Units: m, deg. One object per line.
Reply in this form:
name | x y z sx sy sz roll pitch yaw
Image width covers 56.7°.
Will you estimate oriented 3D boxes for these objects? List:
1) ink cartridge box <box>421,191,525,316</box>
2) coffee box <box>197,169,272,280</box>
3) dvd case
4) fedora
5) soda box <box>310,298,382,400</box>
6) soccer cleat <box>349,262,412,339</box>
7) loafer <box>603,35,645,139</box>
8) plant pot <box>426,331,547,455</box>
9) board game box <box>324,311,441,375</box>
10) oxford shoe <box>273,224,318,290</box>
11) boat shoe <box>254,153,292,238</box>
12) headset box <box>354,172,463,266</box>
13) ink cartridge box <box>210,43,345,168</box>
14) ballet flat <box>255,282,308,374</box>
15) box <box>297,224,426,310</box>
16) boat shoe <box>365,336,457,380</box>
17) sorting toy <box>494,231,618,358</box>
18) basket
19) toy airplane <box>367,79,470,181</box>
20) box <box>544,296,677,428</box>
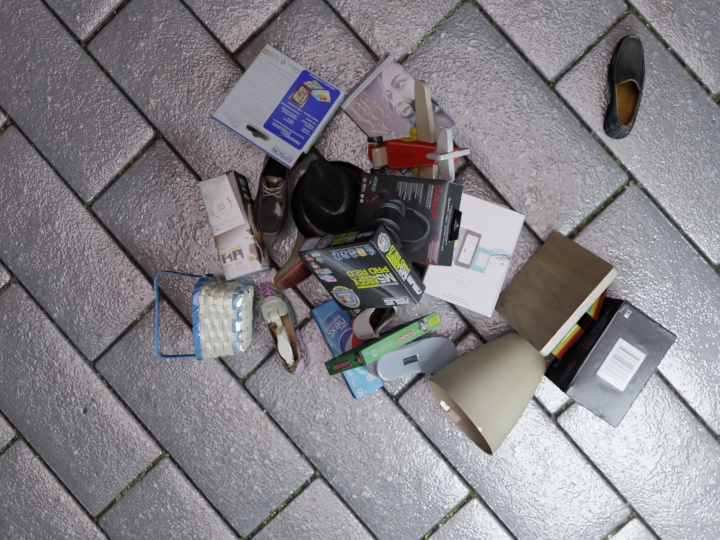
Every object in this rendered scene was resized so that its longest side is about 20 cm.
ink cartridge box | 0.212 -0.034 1.300 0.144 0.147 0.203 20 92 4
coffee box | -0.250 -0.089 1.348 0.079 0.113 0.203 -17 91 4
dvd case | 0.072 -0.322 1.368 0.149 0.016 0.200 -44 88 4
fedora | -0.058 -0.149 1.307 0.197 0.092 0.204 -4 65 9
soda box | -0.029 0.156 1.354 0.064 0.068 0.202 -27 89 -10
soccer cleat | 0.056 0.053 1.318 0.069 0.085 0.201 46 68 -24
loafer | 0.525 -0.364 1.307 0.072 0.072 0.204 4 91 5
plant pot | 0.261 0.218 1.301 0.199 0.187 0.188 -40 88 -11
board game box | 0.043 0.139 1.272 0.198 0.134 0.029 -23 88 -37
oxford shoe | -0.111 -0.044 1.369 0.200 0.070 0.075 -43 70 -2
boat shoe | -0.178 -0.167 1.339 0.073 0.073 0.203 1 75 2
headset box | 0.092 -0.092 1.216 0.198 0.077 0.151 11 95 31
ink cartridge box | -0.163 -0.325 1.339 0.196 0.047 0.201 33 78 6
ballet flat | -0.162 0.119 1.367 0.068 0.071 0.203 -22 89 5
box | 0.000 0.000 1.228 0.161 0.198 0.045 53 52 -28
boat shoe | 0.096 0.179 1.342 0.199 0.086 0.076 -11 93 -31
sorting toy | 0.378 0.051 1.276 0.069 0.200 0.199 36 98 -25
basket | -0.317 0.095 1.341 0.196 0.139 0.179 4 102 -2
toy airplane | 0.125 -0.232 1.291 0.200 0.141 0.200 48 128 12
box | 0.462 0.163 1.259 0.117 0.200 0.198 33 94 3
